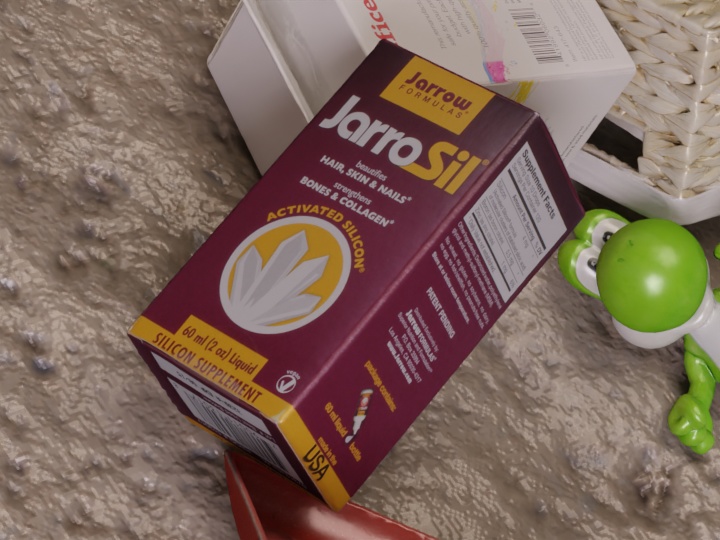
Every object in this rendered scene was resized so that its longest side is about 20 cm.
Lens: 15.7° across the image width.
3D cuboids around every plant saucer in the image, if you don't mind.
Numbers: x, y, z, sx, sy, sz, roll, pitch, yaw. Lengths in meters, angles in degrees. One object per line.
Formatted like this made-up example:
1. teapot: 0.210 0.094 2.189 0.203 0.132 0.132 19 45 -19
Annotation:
1. plant saucer: 0.028 0.156 1.206 0.199 0.037 0.200 24 5 -11

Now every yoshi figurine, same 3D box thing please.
1. yoshi figurine: 0.200 0.032 1.433 0.199 0.112 0.113 29 50 -1

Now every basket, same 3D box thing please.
1. basket: 0.204 -0.126 1.525 0.199 0.124 0.135 -21 39 -41

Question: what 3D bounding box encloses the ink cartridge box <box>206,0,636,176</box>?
1. ink cartridge box: 0.021 -0.111 1.431 0.199 0.125 0.129 -7 57 -35

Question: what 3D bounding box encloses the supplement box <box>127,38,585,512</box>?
1. supplement box: 0.000 0.000 1.266 0.110 0.086 0.200 28 70 36
